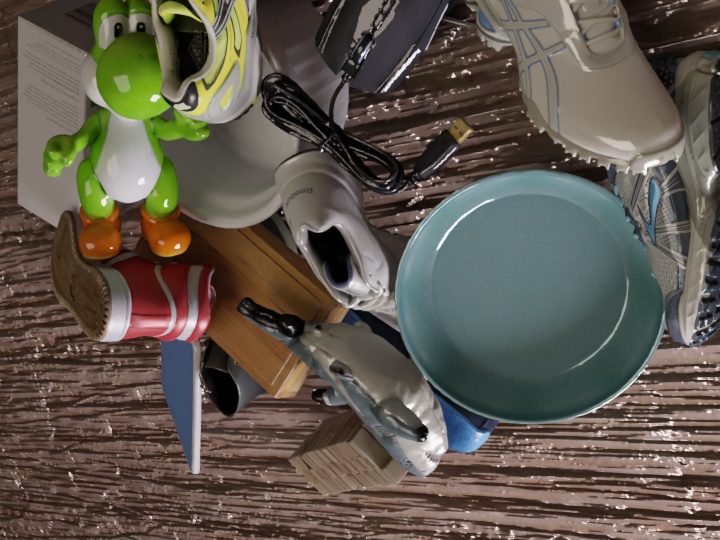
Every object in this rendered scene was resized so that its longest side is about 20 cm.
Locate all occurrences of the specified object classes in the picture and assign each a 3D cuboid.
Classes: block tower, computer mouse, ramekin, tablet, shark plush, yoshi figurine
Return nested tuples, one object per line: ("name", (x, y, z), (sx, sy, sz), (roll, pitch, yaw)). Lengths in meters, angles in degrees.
("block tower", (-0.005, 0.162, 0.936), (0.058, 0.054, 0.200), (45, 155, -5))
("computer mouse", (0.033, -0.149, 0.708), (0.140, 0.046, 0.200), (40, 100, -2))
("ramekin", (-0.105, -0.146, 0.838), (0.199, 0.098, 0.202), (18, 126, 27))
("tablet", (-0.183, 0.100, 1.051), (0.201, 0.014, 0.131), (100, 150, -42))
("shark plush", (-0.015, 0.091, 0.808), (0.199, 0.091, 0.083), (26, 134, -7))
("yoshi figurine", (-0.173, -0.101, 0.777), (0.111, 0.112, 0.202), (18, 121, 23))

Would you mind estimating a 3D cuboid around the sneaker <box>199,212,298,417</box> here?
("sneaker", (-0.108, 0.031, 0.941), (0.074, 0.106, 0.202), (4, 118, 35))

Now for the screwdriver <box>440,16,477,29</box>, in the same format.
("screwdriver", (-0.010, -0.204, 0.748), (0.198, 0.028, 0.029), (12, 135, 9))

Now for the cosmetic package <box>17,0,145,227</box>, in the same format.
("cosmetic package", (-0.248, -0.143, 0.941), (0.084, 0.108, 0.201), (29, 132, 17))

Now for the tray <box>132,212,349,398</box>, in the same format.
("tray", (-0.109, 0.008, 0.889), (0.200, 0.037, 0.099), (39, 105, 25))

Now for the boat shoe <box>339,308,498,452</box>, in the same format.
("boat shoe", (0.036, 0.075, 0.891), (0.200, 0.069, 0.084), (43, 142, 8))

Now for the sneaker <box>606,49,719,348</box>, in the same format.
("sneaker", (0.213, -0.048, 0.689), (0.086, 0.077, 0.202), (14, 118, 44))

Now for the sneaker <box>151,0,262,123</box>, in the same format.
("sneaker", (-0.105, -0.202, 0.695), (0.075, 0.076, 0.202), (-2, 98, 20))

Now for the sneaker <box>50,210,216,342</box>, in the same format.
("sneaker", (-0.195, 0.007, 0.883), (0.200, 0.112, 0.072), (42, 121, 52))

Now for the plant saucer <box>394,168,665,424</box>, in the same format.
("plant saucer", (0.125, 0.018, 0.766), (0.198, 0.036, 0.202), (3, 111, 7))

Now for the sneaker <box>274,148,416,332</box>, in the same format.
("sneaker", (0.000, 0.000, 0.788), (0.074, 0.088, 0.200), (-28, 129, 24))

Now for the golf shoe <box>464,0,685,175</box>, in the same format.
("golf shoe", (0.127, -0.148, 0.619), (0.201, 0.078, 0.098), (56, 163, 27))
